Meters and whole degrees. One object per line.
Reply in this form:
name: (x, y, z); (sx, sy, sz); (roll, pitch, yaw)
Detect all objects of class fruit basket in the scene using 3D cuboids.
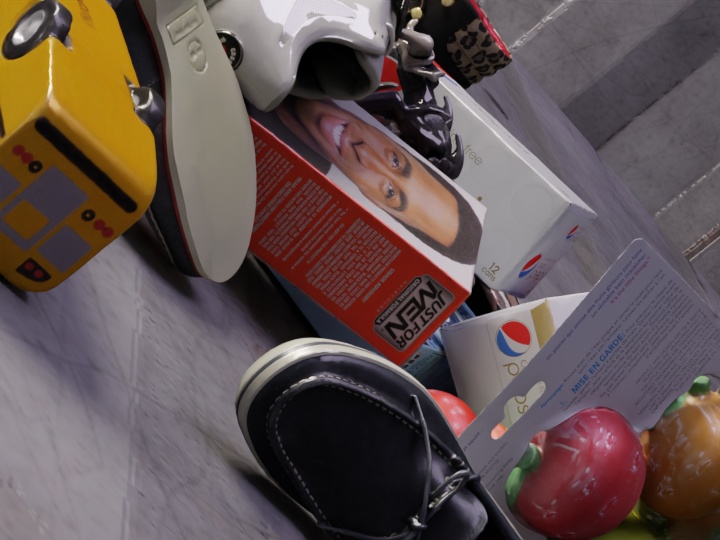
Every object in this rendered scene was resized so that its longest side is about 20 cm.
fruit basket: (0.118, 0.101, 1.193); (0.200, 0.185, 0.094); (41, 0, -35)

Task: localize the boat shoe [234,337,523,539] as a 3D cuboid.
boat shoe: (0.021, 0.102, 1.064); (0.200, 0.075, 0.062); (50, 3, -33)

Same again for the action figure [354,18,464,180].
action figure: (0.002, -0.096, 1.354); (0.119, 0.102, 0.200); (97, -12, -78)

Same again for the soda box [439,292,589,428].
soda box: (0.106, 0.052, 1.391); (0.200, 0.064, 0.068); (-4, 78, -72)

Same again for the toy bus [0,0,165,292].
toy bus: (-0.134, -0.080, 1.008); (0.065, 0.078, 0.200); (43, 13, -33)

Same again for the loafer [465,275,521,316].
loafer: (0.061, 0.027, 1.510); (0.200, 0.072, 0.063); (54, 18, 2)

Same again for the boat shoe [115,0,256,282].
boat shoe: (-0.100, -0.089, 1.141); (0.071, 0.062, 0.200); (-43, 122, -58)

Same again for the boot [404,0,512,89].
boot: (-0.009, -0.153, 1.559); (0.200, 0.150, 0.073); (51, 14, -34)

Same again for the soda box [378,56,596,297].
soda box: (0.039, -0.076, 1.451); (0.200, 0.068, 0.064); (44, 9, 17)

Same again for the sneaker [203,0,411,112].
sneaker: (-0.011, -0.126, 1.240); (0.200, 0.074, 0.089); (-30, 84, -47)

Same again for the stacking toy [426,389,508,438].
stacking toy: (0.079, 0.114, 1.269); (0.200, 0.085, 0.085); (32, 21, -47)

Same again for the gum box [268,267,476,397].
gum box: (0.000, 0.000, 1.397); (0.170, 0.045, 0.200); (53, 10, 18)

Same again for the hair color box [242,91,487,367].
hair color box: (-0.034, -0.052, 1.245); (0.200, 0.061, 0.102); (38, 25, -12)
